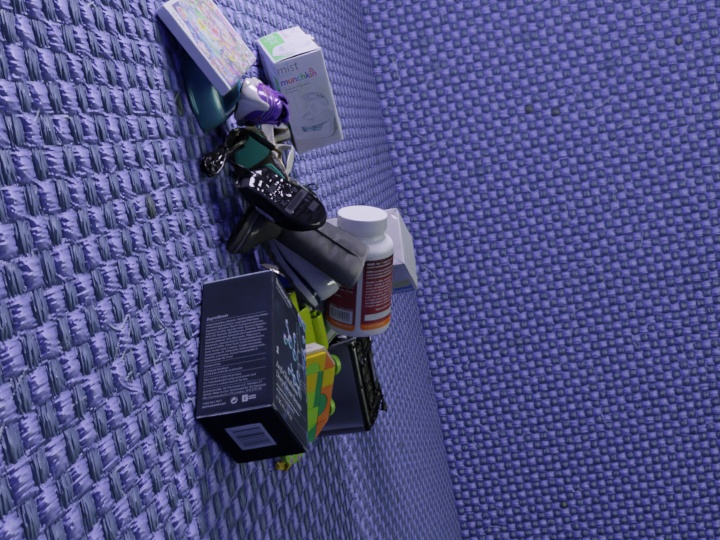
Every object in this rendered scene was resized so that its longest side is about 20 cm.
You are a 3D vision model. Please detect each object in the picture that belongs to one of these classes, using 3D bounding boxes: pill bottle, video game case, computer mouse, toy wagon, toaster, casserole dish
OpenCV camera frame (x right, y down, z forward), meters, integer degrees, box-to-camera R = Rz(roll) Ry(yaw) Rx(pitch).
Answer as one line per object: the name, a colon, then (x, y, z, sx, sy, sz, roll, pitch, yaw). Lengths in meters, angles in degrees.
pill bottle: (0.000, 0.000, 1.592, 0.113, 0.111, 0.203, -73, 167, -69)
video game case: (-0.219, -0.339, 1.372, 0.144, 0.018, 0.201, 52, 19, -17)
computer mouse: (-0.134, -0.129, 1.398, 0.046, 0.198, 0.141, -57, -175, 40)
toy wagon: (-0.093, 0.212, 1.424, 0.154, 0.039, 0.203, -11, 113, -52)
toaster: (-0.030, 0.208, 1.773, 0.181, 0.117, 0.203, -54, 133, -76)
casserole dish: (-0.218, -0.286, 1.428, 0.200, 0.038, 0.123, -75, 153, -66)

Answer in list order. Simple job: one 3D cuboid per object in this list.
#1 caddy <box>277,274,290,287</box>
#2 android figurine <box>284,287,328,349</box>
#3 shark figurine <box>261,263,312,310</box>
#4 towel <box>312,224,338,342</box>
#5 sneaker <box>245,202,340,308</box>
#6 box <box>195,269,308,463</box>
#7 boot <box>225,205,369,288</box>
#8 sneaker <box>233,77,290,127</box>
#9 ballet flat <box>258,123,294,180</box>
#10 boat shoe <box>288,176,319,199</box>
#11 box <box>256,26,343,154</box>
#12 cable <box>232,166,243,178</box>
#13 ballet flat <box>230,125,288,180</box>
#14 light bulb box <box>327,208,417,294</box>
caddy: (-0.086, -0.023, 1.716, 0.200, 0.103, 0.143, 61, 21, -62)
android figurine: (-0.112, 0.136, 1.456, 0.182, 0.041, 0.203, -35, 120, -50)
shark figurine: (-0.112, 0.100, 1.557, 0.128, 0.088, 0.218, 25, -56, 60)
towel: (-0.057, 0.033, 1.651, 0.153, 0.023, 0.203, -45, 141, -58)
sneaker: (-0.108, -0.039, 1.516, 0.201, 0.080, 0.076, 53, -10, -8)
box: (-0.140, 0.129, 1.256, 0.149, 0.105, 0.202, 65, 17, -54)
boot: (-0.091, -0.034, 1.440, 0.200, 0.072, 0.183, 42, 45, -12)
sneaker: (-0.148, -0.250, 1.473, 0.200, 0.082, 0.082, -99, -151, -78)
ballet flat: (-0.149, -0.224, 1.691, 0.068, 0.061, 0.203, 64, 18, -58)
boat shoe: (-0.111, -0.131, 1.782, 0.199, 0.073, 0.069, 25, 69, -67)
box: (-0.112, -0.340, 1.759, 0.200, 0.095, 0.178, -120, -168, -60)
cable: (-0.146, -0.121, 1.559, 0.097, 0.050, 0.200, 40, -8, 48)
ballet flat: (-0.176, -0.188, 1.535, 0.201, 0.071, 0.073, 60, 22, -64)
light bulb box: (0.010, -0.028, 2.012, 0.200, 0.195, 0.127, 54, 29, -70)
